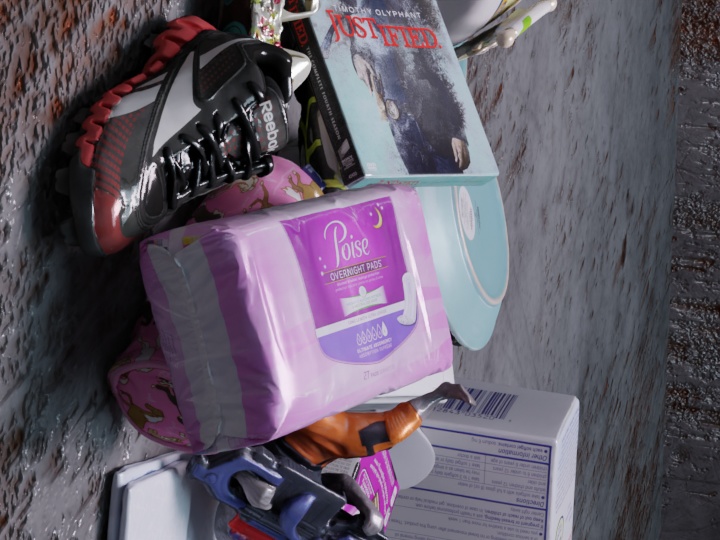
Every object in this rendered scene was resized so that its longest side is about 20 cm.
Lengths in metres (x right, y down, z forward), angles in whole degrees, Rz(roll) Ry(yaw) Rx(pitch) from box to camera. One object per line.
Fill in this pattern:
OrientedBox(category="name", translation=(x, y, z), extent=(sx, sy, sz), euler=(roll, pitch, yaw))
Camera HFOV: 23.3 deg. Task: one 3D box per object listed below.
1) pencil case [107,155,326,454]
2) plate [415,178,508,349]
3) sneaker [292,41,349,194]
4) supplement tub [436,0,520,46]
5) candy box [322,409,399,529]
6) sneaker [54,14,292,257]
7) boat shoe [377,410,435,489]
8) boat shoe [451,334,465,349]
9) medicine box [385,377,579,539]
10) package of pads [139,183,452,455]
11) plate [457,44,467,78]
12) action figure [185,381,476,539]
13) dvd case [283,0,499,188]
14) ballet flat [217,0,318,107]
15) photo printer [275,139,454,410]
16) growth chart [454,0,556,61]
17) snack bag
OrientedBox(category="pencil case", translation=(-0.080, 0.019, 1.060), extent=(0.083, 0.086, 0.201), euler=(62, 37, -34))
OrientedBox(category="plate", translation=(0.083, -0.040, 1.338), extent=(0.200, 0.025, 0.202), euler=(-9, 90, -71))
OrientedBox(category="sneaker", translation=(-0.003, -0.108, 1.177), extent=(0.076, 0.076, 0.201), euler=(105, -15, -53))
OrientedBox(category="supplement tub", translation=(0.066, -0.254, 1.335), extent=(0.200, 0.143, 0.146), euler=(-44, 138, -64))
OrientedBox(category="candy box", translation=(-0.033, 0.216, 1.321), extent=(0.137, 0.060, 0.201), euler=(74, 32, -56))
OrientedBox(category="sneaker", translation=(-0.095, -0.075, 0.962), extent=(0.201, 0.097, 0.071), euler=(-60, 154, -49))
OrientedBox(category="boat shoe", translation=(0.002, 0.094, 1.400), extent=(0.200, 0.072, 0.066), euler=(55, 4, -41))
OrientedBox(category="boat shoe", translation=(0.060, -0.029, 1.453), extent=(0.067, 0.072, 0.202), euler=(2, 68, -40))
OrientedBox(category="medicine box", translation=(0.092, 0.207, 1.538), extent=(0.103, 0.180, 0.202), euler=(-44, 138, -64))
OrientedBox(category="package of pads", translation=(-0.032, 0.022, 0.986), extent=(0.199, 0.075, 0.122), euler=(-16, 94, -55))
OrientedBox(category="plate", translation=(0.069, -0.175, 1.580), extent=(0.200, 0.025, 0.202), euler=(8, 90, -73))
OrientedBox(category="action figure", translation=(-0.016, 0.128, 1.147), extent=(0.200, 0.194, 0.105), euler=(41, 6, -28))
OrientedBox(category="dvd case", translation=(0.011, -0.150, 1.162), extent=(0.145, 0.022, 0.202), euler=(-3, 69, -49))
OrientedBox(category="ballet flat", translation=(-0.058, -0.153, 1.082), extent=(0.076, 0.063, 0.202), euler=(-173, -90, -68))
OrientedBox(category="photo printer", translation=(0.000, 0.000, 1.265), extent=(0.166, 0.069, 0.202), euler=(5, 76, -61))
OrientedBox(category="growth chart", translation=(0.063, -0.157, 1.344), extent=(0.018, 0.199, 0.145), euler=(58, 35, -6))
OrientedBox(category="snack bag", translation=(-0.119, 0.208, 1.122), extent=(0.200, 0.021, 0.191), euler=(-9, 105, -73))
